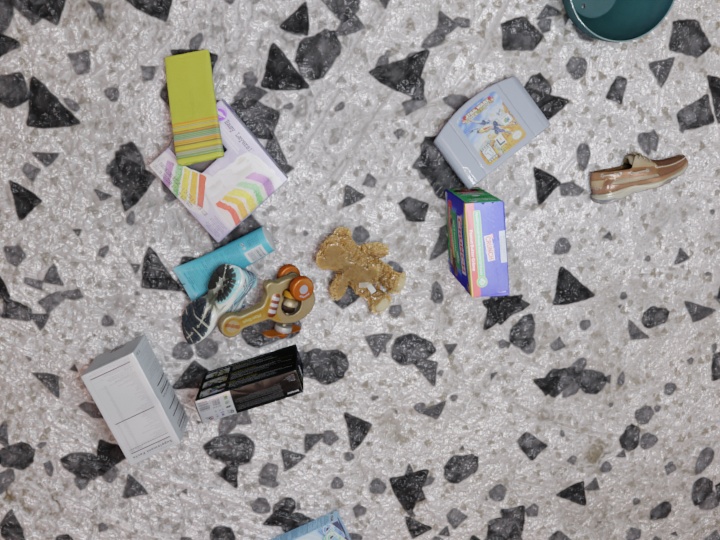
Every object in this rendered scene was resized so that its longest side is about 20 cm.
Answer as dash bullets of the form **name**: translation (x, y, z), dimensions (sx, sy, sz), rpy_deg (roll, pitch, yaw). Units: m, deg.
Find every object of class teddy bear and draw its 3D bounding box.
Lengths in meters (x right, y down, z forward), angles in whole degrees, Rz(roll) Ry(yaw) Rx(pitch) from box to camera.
- **teddy bear**: translation (0.000, 0.000, 1.379), dimensions (0.197, 0.067, 0.146), rpy_deg (20, 110, -16)

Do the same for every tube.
- **tube**: translation (-0.259, -0.016, 1.355), dimensions (0.198, 0.050, 0.078), rpy_deg (-28, 105, 6)

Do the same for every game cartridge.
- **game cartridge**: translation (0.243, -0.266, 1.331), dimensions (0.199, 0.042, 0.134), rpy_deg (-38, 96, 0)

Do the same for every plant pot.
- **plant pot**: translation (0.441, -0.508, 1.257), dimensions (0.197, 0.135, 0.204), rpy_deg (-1, 103, -6)

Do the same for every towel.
- **towel**: translation (-0.298, -0.291, 1.261), dimensions (0.085, 0.018, 0.203), rpy_deg (-9, 83, 1)

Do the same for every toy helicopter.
- **toy helicopter**: translation (-0.176, 0.083, 1.346), dimensions (0.198, 0.079, 0.134), rpy_deg (-22, 122, -24)

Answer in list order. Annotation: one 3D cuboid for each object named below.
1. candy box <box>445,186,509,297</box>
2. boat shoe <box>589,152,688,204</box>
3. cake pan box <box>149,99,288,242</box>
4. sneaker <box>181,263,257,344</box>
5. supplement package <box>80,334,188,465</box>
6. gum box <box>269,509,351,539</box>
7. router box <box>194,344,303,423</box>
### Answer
- **candy box**: translation (0.213, -0.058, 1.307), dimensions (0.076, 0.200, 0.172), rpy_deg (-6, 104, -4)
- **boat shoe**: translation (0.541, -0.193, 1.373), dimensions (0.197, 0.076, 0.073), rpy_deg (-20, 102, -2)
- **cake pan box**: translation (-0.263, -0.187, 1.311), dimensions (0.184, 0.052, 0.201), rpy_deg (-39, 102, 2)
- **sneaker**: translation (-0.268, 0.074, 1.358), dimensions (0.200, 0.086, 0.078), rpy_deg (-46, 60, 25)
- **supplement package**: translation (-0.432, 0.250, 1.365), dimensions (0.112, 0.110, 0.202), rpy_deg (-23, 104, 0)
- **gum box**: translation (-0.106, 0.635, 1.519), dimensions (0.198, 0.045, 0.172), rpy_deg (-24, 104, 1)
- **router box**: translation (-0.209, 0.215, 1.358), dimensions (0.197, 0.149, 0.052), rpy_deg (-17, 104, -1)
